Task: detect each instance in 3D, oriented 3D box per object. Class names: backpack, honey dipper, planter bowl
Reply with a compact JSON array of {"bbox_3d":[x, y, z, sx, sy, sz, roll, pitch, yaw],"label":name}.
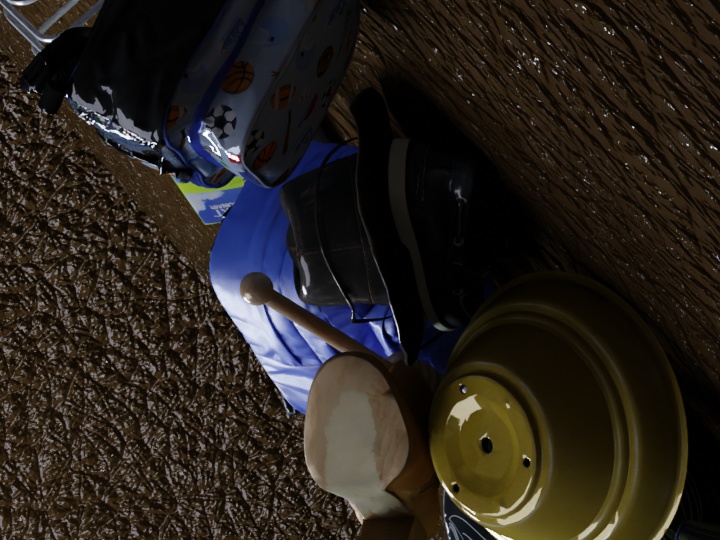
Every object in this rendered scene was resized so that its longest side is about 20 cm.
[{"bbox_3d":[0.000,0.000,1.822,0.168,0.163,0.200,3,145,35],"label":"backpack"},{"bbox_3d":[-0.085,-0.138,1.517,0.154,0.200,0.191,33,174,5],"label":"backpack"},{"bbox_3d":[-0.011,0.048,1.713,0.200,0.038,0.038,34,-178,-39],"label":"honey dipper"},{"bbox_3d":[0.103,0.104,1.592,0.083,0.201,0.200,-11,-137,-44],"label":"planter bowl"}]

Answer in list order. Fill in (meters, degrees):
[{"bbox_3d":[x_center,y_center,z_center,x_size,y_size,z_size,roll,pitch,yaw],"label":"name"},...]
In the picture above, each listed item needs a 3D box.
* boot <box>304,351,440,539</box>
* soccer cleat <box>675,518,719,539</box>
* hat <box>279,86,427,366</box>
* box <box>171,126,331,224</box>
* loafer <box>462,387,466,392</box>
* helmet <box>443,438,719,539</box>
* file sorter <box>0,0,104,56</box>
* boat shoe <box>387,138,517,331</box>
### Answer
[{"bbox_3d":[0.014,0.098,1.652,0.144,0.071,0.201,-75,-22,-52],"label":"boot"},{"bbox_3d":[0.200,0.225,1.615,0.084,0.065,0.200,28,136,3],"label":"soccer cleat"},{"bbox_3d":[-0.011,-0.022,1.660,0.201,0.081,0.201,-12,-90,-81],"label":"hat"},{"bbox_3d":[-0.095,-0.102,1.956,0.200,0.122,0.048,57,-150,-52],"label":"box"},{"bbox_3d":[0.133,0.104,1.908,0.200,0.073,0.071,46,172,8],"label":"loafer"},{"bbox_3d":[0.166,0.185,1.737,0.200,0.200,0.191,52,168,-34],"label":"helmet"},{"bbox_3d":[-0.205,-0.213,1.951,0.139,0.125,0.200,41,171,39],"label":"file sorter"},{"bbox_3d":[0.069,-0.022,1.661,0.066,0.075,0.199,-2,144,14],"label":"boat shoe"}]
